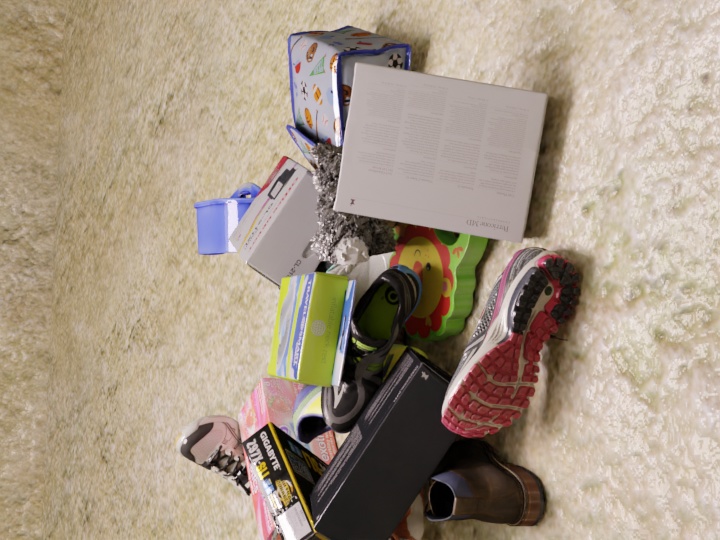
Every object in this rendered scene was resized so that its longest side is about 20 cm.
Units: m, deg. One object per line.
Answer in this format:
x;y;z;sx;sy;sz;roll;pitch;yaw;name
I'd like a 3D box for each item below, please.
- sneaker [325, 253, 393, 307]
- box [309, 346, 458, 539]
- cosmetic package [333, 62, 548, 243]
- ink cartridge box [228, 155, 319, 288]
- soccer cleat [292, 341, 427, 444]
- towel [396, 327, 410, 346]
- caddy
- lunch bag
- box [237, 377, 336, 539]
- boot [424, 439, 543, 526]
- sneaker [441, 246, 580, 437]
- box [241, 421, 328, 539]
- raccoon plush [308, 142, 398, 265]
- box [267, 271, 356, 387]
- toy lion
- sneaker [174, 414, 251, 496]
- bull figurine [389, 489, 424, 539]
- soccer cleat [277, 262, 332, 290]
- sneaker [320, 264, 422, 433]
0.000;0.000;1.474;0.075;0.088;0.203;7;79;63;sneaker
0.031;0.191;1.282;0.201;0.078;0.141;-56;3;1;box
0.081;-0.120;1.239;0.052;0.197;0.153;-38;-42;-81;cosmetic package
-0.093;-0.064;1.603;0.147;0.082;0.200;-56;16;1;ink cartridge box
0.000;0.149;1.425;0.199;0.065;0.084;-27;38;33;soccer cleat
0.007;0.100;1.541;0.199;0.021;0.149;3;89;64;towel
-0.165;-0.076;1.787;0.199;0.140;0.107;-1;90;63;caddy
-0.018;-0.194;1.539;0.170;0.122;0.203;-141;45;-59;lunch bag
-0.092;0.255;1.631;0.103;0.094;0.202;-55;39;44;box
0.096;0.216;1.256;0.199;0.096;0.076;6;92;63;boot
0.143;0.072;1.193;0.201;0.080;0.075;-59;25;2;sneaker
-0.049;0.284;1.426;0.049;0.200;0.160;-36;50;6;box
-0.005;-0.082;1.338;0.200;0.095;0.136;-166;68;-77;raccoon plush
-0.059;0.068;1.388;0.200;0.047;0.124;170;110;-74;box
0.086;-0.025;1.369;0.200;0.068;0.194;-43;55;53;toy lion
-0.168;0.265;1.694;0.076;0.199;0.088;-51;45;13;sneaker
0.034;0.252;1.404;0.121;0.064;0.203;-15;67;54;bull figurine
-0.054;0.013;1.596;0.081;0.068;0.200;-47;14;-13;soccer cleat
0.002;0.085;1.347;0.070;0.083;0.202;28;99;19;sneaker
